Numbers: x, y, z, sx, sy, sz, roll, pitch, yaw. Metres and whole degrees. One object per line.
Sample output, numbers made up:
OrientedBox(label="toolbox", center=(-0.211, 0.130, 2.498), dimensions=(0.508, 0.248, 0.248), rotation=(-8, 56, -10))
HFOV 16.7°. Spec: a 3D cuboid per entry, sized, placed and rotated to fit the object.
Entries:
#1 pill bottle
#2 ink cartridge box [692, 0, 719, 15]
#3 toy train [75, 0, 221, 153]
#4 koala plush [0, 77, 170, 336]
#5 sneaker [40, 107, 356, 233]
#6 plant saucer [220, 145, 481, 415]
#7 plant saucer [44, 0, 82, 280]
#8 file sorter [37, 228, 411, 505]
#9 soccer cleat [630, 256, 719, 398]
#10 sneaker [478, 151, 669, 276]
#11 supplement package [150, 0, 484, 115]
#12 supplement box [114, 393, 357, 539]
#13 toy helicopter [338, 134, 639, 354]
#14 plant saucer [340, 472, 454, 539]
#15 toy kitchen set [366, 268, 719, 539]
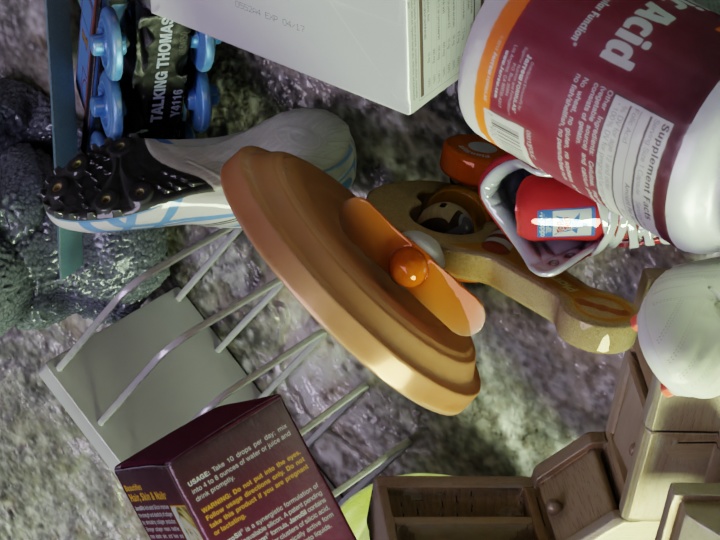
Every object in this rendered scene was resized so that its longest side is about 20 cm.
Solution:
OrientedBox(label="pill bottle", center=(0.158, -0.080, 1.250), dimensions=(0.200, 0.114, 0.115), rotation=(31, 132, 30))
OrientedBox(label="ink cartridge box", center=(0.178, -0.163, 1.303), dimensions=(0.199, 0.047, 0.161), rotation=(6, 118, 47))
OrientedBox(label="toy train", center=(-0.141, -0.132, 1.574), dimensions=(0.201, 0.086, 0.115), rotation=(101, 156, -46))
OrientedBox(label="koala plush", center=(-0.254, -0.007, 1.681), dimensions=(0.183, 0.200, 0.178), rotation=(23, 127, 32))
OrientedBox(label="sneaker", center=(-0.099, -0.050, 1.534), dimensions=(0.073, 0.199, 0.072), rotation=(84, 175, -48))
OrientedBox(label="plant saucer", center=(0.000, 0.000, 1.427), dimensions=(0.032, 0.200, 0.200), rotation=(-43, 80, 12))
OrientedBox(label="plant saucer", center=(-0.196, -0.095, 1.617), dimensions=(0.070, 0.019, 0.201), rotation=(98, 167, -57))
OrientedBox(label="file sorter", center=(-0.084, 0.090, 1.627), dimensions=(0.200, 0.139, 0.125), rotation=(52, 135, 6))
OrientedBox(label="soccer cleat", center=(0.210, 0.016, 1.263), dimensions=(0.077, 0.200, 0.070), rotation=(-28, 82, 37))
OrientedBox(label="sneaker", center=(0.159, -0.037, 1.339), dimensions=(0.199, 0.112, 0.072), rotation=(14, 122, 37))
OrientedBox(label="supplement package", center=(-0.019, -0.207, 1.400), dimensions=(0.199, 0.111, 0.156), rotation=(24, 133, 31))
OrientedBox(label="supplement box", center=(-0.054, 0.184, 1.480), dimensions=(0.201, 0.085, 0.110), rotation=(62, 157, -5))
OrientedBox(label="toy helicopter", center=(0.075, -0.004, 1.394), dimensions=(0.200, 0.132, 0.079), rotation=(33, 121, 41))
OrientedBox(label="plant saucer", center=(0.063, 0.220, 1.612), dimensions=(0.199, 0.031, 0.201), rotation=(9, 112, 22))
OrientedBox(label="toy kitchen set", center=(0.115, 0.126, 1.380), dimensions=(0.164, 0.179, 0.201), rotation=(-103, 18, -51))
